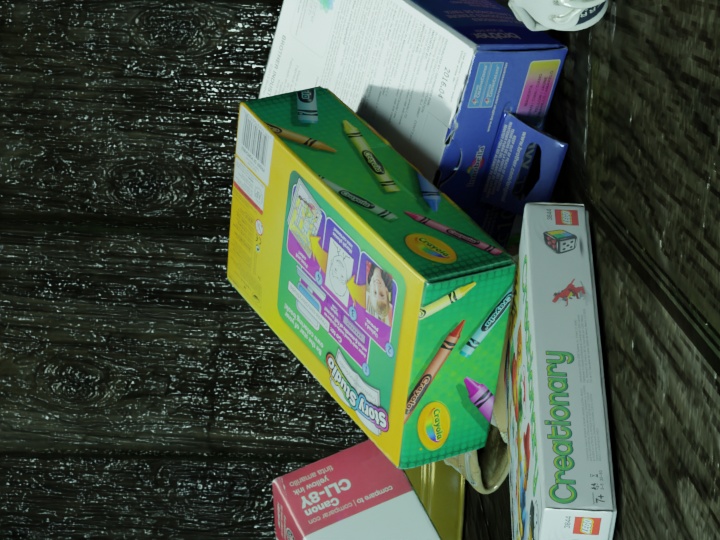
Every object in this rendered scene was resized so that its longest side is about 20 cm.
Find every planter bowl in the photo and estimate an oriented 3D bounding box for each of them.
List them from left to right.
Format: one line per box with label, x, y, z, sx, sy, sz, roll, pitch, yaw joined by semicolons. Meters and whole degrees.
planter bowl;0.052;0.176;2.035;0.200;0.083;0.201;-178;90;-89

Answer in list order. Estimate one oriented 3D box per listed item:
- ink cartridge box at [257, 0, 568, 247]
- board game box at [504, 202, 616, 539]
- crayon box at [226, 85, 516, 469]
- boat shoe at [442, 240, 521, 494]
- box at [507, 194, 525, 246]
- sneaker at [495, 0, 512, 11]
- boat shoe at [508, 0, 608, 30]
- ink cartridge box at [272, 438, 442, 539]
ink cartridge box;0.033;-0.094;1.238;0.200;0.076;0.137;41;125;42
board game box;0.093;0.080;1.043;0.200;0.035;0.126;-89;2;-47
crayon box;0.000;0.000;1.173;0.200;0.058;0.119;45;139;44
boat shoe;0.083;0.060;1.209;0.076;0.072;0.200;61;162;26
box;0.040;-0.007;1.410;0.200;0.097;0.177;92;160;-46
sneaker;0.079;-0.209;1.393;0.201;0.073;0.114;93;-179;-63
boat shoe;0.092;-0.143;0.973;0.070;0.071;0.200;64;174;1
ink cartridge box;0.021;0.230;1.382;0.145;0.083;0.200;91;154;-55
